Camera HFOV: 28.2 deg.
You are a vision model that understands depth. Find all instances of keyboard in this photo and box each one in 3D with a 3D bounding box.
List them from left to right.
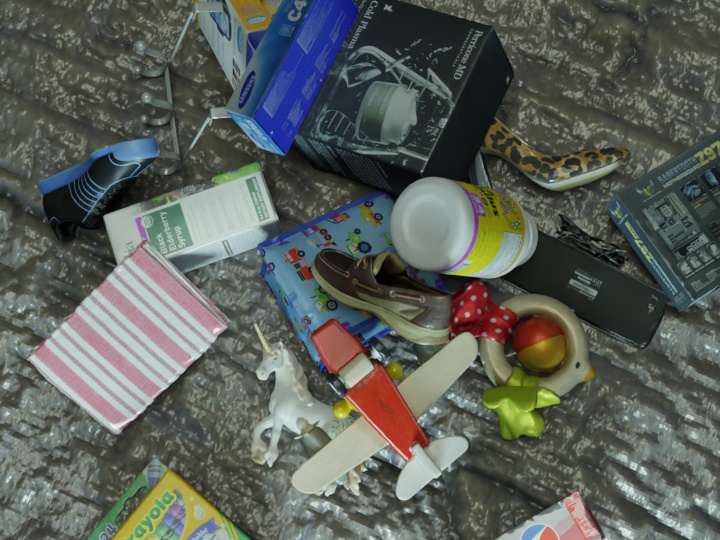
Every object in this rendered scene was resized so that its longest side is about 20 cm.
[{"bbox_3d":[0.274,0.006,1.718,0.199,0.040,0.105,28,102,8],"label":"keyboard"}]

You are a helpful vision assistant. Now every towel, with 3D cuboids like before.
[{"bbox_3d":[-0.271,0.080,1.679,0.200,0.030,0.146,-44,106,4],"label":"towel"}]

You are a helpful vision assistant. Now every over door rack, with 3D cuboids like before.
[{"bbox_3d":[-0.221,-0.216,1.710,0.066,0.200,0.149,-1,74,-31],"label":"over door rack"}]

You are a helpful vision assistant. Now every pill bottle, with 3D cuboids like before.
[{"bbox_3d":[0.126,-0.045,1.635,0.104,0.199,0.105,-2,85,33],"label":"pill bottle"}]

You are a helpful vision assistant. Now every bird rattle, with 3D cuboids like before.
[{"bbox_3d":[0.184,0.092,1.681,0.162,0.113,0.201,-17,62,-13],"label":"bird rattle"}]

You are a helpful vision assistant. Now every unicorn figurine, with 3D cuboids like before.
[{"bbox_3d":[-0.072,0.172,1.674,0.199,0.074,0.138,29,78,-7],"label":"unicorn figurine"}]

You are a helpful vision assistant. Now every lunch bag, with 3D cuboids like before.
[{"bbox_3d":[0.000,0.000,1.703,0.199,0.094,0.151,-28,71,-13],"label":"lunch bag"}]

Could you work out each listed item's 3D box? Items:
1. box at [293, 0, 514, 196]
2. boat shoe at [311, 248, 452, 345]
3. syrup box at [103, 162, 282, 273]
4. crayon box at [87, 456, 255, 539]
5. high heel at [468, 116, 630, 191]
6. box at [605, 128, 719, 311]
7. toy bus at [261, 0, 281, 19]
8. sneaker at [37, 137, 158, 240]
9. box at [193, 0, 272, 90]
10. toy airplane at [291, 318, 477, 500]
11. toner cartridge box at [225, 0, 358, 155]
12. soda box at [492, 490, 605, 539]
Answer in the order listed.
[{"bbox_3d":[0.047,-0.202,1.702,0.196,0.124,0.201,20,77,24],"label":"box"},{"bbox_3d":[0.025,0.010,1.584,0.200,0.072,0.072,32,121,40],"label":"boat shoe"},{"bbox_3d":[-0.200,-0.052,1.723,0.199,0.081,0.079,-19,76,-4],"label":"syrup box"},{"bbox_3d":[-0.206,0.321,1.646,0.200,0.052,0.126,38,80,11],"label":"crayon box"},{"bbox_3d":[0.216,-0.164,1.734,0.199,0.071,0.144,-15,82,8],"label":"high heel"},{"bbox_3d":[0.415,-0.068,1.698,0.199,0.051,0.158,-31,77,-17],"label":"box"},{"bbox_3d":[-0.081,-0.327,1.794,0.078,0.065,0.201,31,79,10],"label":"toy bus"},{"bbox_3d":[-0.306,-0.097,1.711,0.199,0.070,0.078,-21,85,40],"label":"sneaker"},{"bbox_3d":[-0.148,-0.291,1.710,0.041,0.119,0.201,-18,55,-20],"label":"box"},{"bbox_3d":[0.026,0.154,1.603,0.198,0.141,0.201,5,98,-19],"label":"toy airplane"},{"bbox_3d":[-0.076,-0.243,1.643,0.043,0.095,0.201,20,76,29],"label":"toner cartridge box"},{"bbox_3d":[0.175,0.327,1.616,0.199,0.070,0.064,-29,76,-4],"label":"soda box"}]
